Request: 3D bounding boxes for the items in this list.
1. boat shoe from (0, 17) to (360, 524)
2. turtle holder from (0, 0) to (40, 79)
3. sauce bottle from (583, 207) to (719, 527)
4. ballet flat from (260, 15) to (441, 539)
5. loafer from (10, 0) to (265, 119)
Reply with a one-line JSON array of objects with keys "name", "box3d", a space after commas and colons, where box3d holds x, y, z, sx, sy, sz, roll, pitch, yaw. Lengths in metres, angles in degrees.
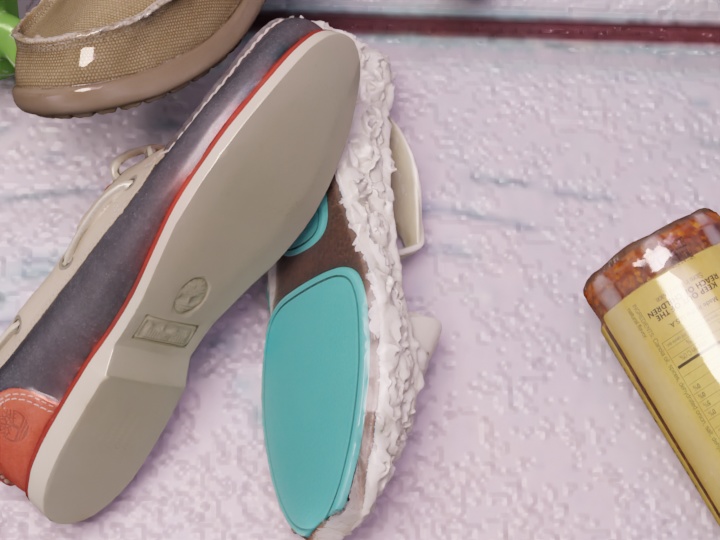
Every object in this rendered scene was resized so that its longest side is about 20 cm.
[{"name": "boat shoe", "box3d": [-0.073, -0.008, 0.749, 0.063, 0.071, 0.200, 37, 99, 33]}, {"name": "turtle holder", "box3d": [-0.162, -0.155, 0.757, 0.131, 0.186, 0.142, 14, 73, 13]}, {"name": "sauce bottle", "box3d": [0.156, 0.075, 0.775, 0.066, 0.066, 0.201, -27, 79, -14]}, {"name": "ballet flat", "box3d": [0.000, 0.000, 0.785, 0.071, 0.072, 0.201, -4, 74, -7]}, {"name": "loafer", "box3d": [-0.063, -0.124, 0.752, 0.076, 0.068, 0.200, -1, 36, 36]}]
